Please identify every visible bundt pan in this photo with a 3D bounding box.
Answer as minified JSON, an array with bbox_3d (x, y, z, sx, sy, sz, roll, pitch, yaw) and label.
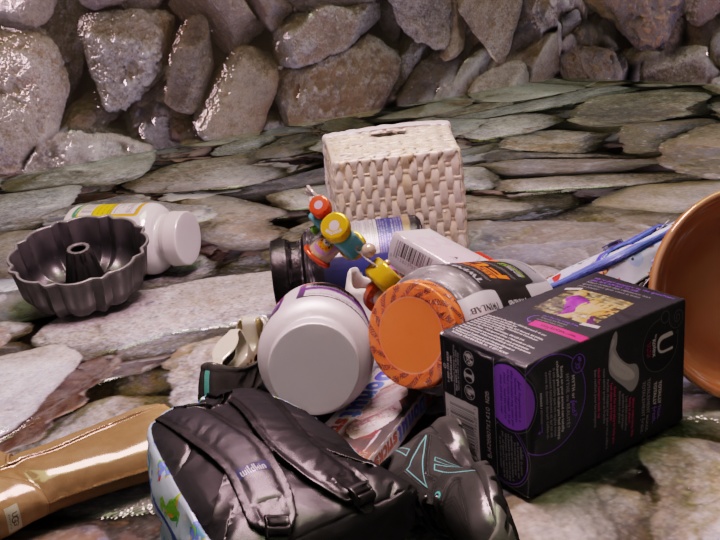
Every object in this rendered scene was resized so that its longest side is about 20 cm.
[{"bbox_3d":[-0.397,0.000,1.414,0.200,0.076,0.202,-3,31,1],"label":"bundt pan"}]

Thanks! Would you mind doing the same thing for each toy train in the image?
[{"bbox_3d":[0.000,0.000,1.055,0.056,0.200,0.150,-46,14,-1],"label":"toy train"}]

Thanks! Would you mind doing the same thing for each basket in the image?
[{"bbox_3d":[0.051,-0.096,1.430,0.197,0.201,0.161,-6,22,-1],"label":"basket"}]

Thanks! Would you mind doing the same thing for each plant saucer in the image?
[{"bbox_3d":[0.359,0.020,0.918,0.199,0.202,0.037,-8,3,-6],"label":"plant saucer"}]

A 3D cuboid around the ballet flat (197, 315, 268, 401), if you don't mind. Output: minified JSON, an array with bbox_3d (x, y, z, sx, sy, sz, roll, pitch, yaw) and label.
[{"bbox_3d":[-0.117,0.089,1.071,0.067,0.069,0.200,-5,15,18],"label":"ballet flat"}]

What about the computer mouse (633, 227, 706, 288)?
[{"bbox_3d":[0.318,0.048,1.001,0.140,0.200,0.046,-44,56,-3],"label":"computer mouse"}]

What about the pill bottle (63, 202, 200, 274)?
[{"bbox_3d":[-0.357,-0.049,1.548,0.198,0.114,0.113,-1,17,19],"label":"pill bottle"}]

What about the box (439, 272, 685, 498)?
[{"bbox_3d":[0.178,0.092,0.859,0.199,0.123,0.106,-16,22,-32],"label":"box"}]

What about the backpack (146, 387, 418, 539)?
[{"bbox_3d":[-0.079,0.163,0.716,0.162,0.155,0.200,-19,42,-31],"label":"backpack"}]

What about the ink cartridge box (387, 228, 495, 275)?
[{"bbox_3d":[0.152,-0.003,1.188,0.162,0.057,0.199,30,28,34],"label":"ink cartridge box"}]

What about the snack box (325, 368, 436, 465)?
[{"bbox_3d":[0.012,0.141,0.928,0.071,0.024,0.200,-2,17,23],"label":"snack box"}]

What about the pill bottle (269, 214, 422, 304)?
[{"bbox_3d":[-0.016,-0.007,1.288,0.198,0.113,0.112,-7,16,-1],"label":"pill bottle"}]

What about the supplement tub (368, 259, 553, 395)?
[{"bbox_3d":[0.102,0.053,0.954,0.122,0.124,0.199,6,6,34],"label":"supplement tub"}]

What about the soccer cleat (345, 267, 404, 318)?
[{"bbox_3d":[0.062,0.039,1.162,0.199,0.078,0.069,5,20,33],"label":"soccer cleat"}]

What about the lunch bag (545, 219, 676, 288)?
[{"bbox_3d":[0.291,0.005,1.094,0.199,0.076,0.160,-22,-7,-46],"label":"lunch bag"}]

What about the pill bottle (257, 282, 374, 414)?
[{"bbox_3d":[-0.042,0.076,0.959,0.111,0.112,0.200,-6,6,0],"label":"pill bottle"}]

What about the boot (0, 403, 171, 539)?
[{"bbox_3d":[-0.273,0.166,0.889,0.199,0.067,0.175,-19,33,-35],"label":"boot"}]

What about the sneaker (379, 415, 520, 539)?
[{"bbox_3d":[0.065,0.176,0.744,0.079,0.076,0.200,-21,11,-4],"label":"sneaker"}]
